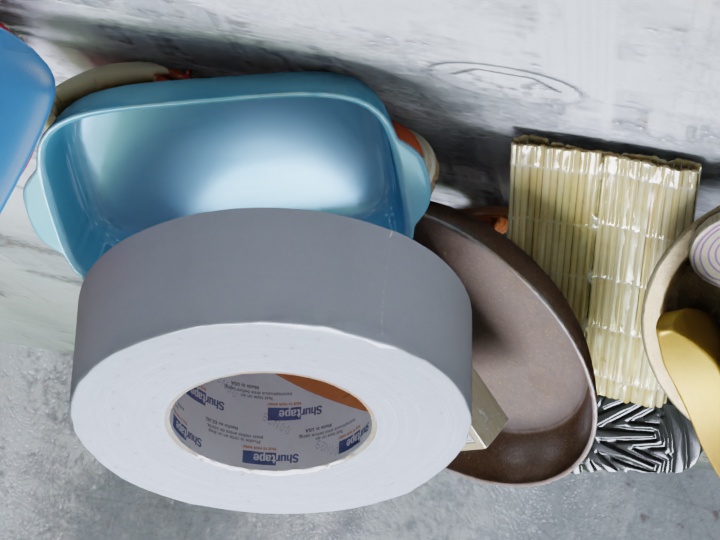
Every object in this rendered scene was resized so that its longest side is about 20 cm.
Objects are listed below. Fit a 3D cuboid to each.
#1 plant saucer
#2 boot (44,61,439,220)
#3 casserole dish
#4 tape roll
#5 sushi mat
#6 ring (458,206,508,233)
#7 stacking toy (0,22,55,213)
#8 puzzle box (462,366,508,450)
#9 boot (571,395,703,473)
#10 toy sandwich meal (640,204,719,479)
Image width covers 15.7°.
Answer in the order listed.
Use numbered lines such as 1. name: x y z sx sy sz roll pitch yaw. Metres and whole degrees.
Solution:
1. plant saucer: 0.047 0.032 1.405 0.200 0.035 0.201 26 144 21
2. boot: -0.063 -0.061 1.321 0.199 0.075 0.107 0 152 14
3. casserole dish: -0.064 -0.046 1.273 0.199 0.039 0.121 -5 131 8
4. tape roll: -0.044 0.049 1.300 0.200 0.066 0.200 1 149 1
5. sushi mat: 0.122 0.003 1.367 0.095 0.012 0.200 12 141 10
6. ring: 0.000 0.000 1.563 0.200 0.019 0.200 -15 172 -2
7. stacking toy: -0.200 -0.081 1.305 0.116 0.110 0.200 27 -175 3
8. puzzle box: -0.025 0.048 1.440 0.200 0.025 0.133 -11 120 49
9. boot: 0.161 0.051 1.557 0.181 0.073 0.200 9 -149 22
10. toy sandwich meal: 0.234 0.048 1.306 0.205 0.070 0.206 6 128 8
